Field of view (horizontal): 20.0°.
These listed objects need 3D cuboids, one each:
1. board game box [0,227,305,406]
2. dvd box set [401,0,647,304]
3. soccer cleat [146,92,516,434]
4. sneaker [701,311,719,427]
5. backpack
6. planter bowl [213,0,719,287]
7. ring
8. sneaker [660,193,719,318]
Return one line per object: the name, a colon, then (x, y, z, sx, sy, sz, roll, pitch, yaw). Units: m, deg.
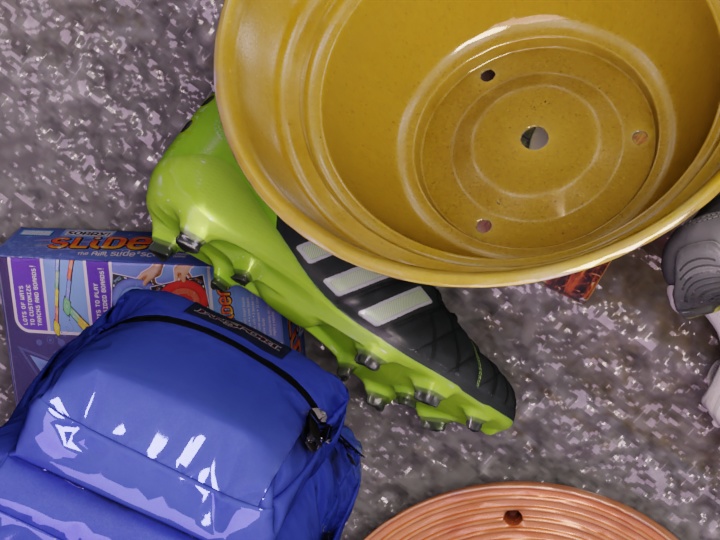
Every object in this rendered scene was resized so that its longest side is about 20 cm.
board game box: (-0.090, 0.081, 0.942, 0.135, 0.034, 0.201, 3, 114, 14)
dvd box set: (0.073, -0.102, 0.780, 0.146, 0.029, 0.200, 25, 108, -14)
soccer cleat: (0.000, 0.000, 0.859, 0.200, 0.081, 0.067, 36, 159, -26)
sneaker: (0.189, 0.072, 0.851, 0.081, 0.075, 0.201, 6, 121, 37)
backpack: (-0.075, 0.098, 0.817, 0.162, 0.200, 0.168, 30, 107, 2)
planter bowl: (0.055, -0.064, 0.708, 0.200, 0.201, 0.084, 1, 152, 15)
ring: (0.077, 0.183, 0.945, 0.200, 0.019, 0.201, 3, 114, 8)
sneaker: (0.156, -0.045, 0.738, 0.074, 0.200, 0.085, -18, 97, 38)
